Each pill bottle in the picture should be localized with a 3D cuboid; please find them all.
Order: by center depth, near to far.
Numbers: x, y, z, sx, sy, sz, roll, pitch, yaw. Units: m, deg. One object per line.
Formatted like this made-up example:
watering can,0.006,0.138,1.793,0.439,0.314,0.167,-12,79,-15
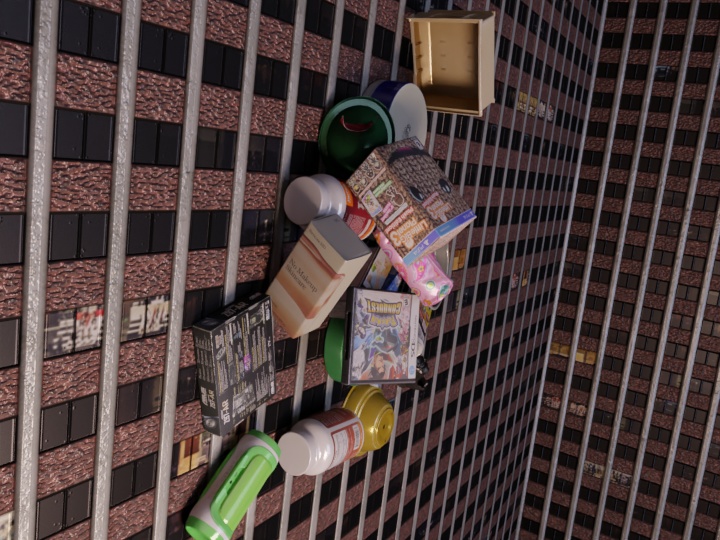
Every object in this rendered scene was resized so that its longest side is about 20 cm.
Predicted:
pill bottle,-0.055,-0.119,1.321,0.199,0.111,0.116,5,97,-61
pill bottle,-0.084,0.358,1.453,0.199,0.110,0.115,-1,102,-60

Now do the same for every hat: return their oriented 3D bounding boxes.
hat,0.022,-0.230,1.302,0.196,0.175,0.170,-15,114,-24

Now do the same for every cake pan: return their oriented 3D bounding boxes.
cake pan,0.165,-0.012,1.630,0.199,0.036,0.206,4,90,-68

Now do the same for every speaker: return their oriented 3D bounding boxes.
speaker,-0.224,0.387,1.240,0.201,0.087,0.090,-55,144,-35

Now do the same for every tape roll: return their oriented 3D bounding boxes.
tape roll,-0.011,0.154,1.570,0.200,0.047,0.205,-33,129,-54

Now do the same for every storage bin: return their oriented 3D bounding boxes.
storage bin,0.198,-0.467,1.557,0.094,0.195,0.204,-40,134,-44

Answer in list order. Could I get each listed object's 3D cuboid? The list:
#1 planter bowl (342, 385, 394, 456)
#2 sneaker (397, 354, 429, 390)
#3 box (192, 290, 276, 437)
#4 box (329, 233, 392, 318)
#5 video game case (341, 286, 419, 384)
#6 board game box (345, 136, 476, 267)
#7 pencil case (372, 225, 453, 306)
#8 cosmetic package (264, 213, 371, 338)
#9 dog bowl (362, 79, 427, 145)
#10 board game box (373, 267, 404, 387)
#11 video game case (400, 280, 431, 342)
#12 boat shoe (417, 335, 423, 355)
planter bowl,0.028,0.367,1.685,0.200,0.082,0.205,-32,128,-53
sneaker,0.135,0.232,1.821,0.076,0.089,0.203,-49,139,-37
box,-0.213,0.159,1.213,0.160,0.043,0.205,-33,129,-52
box,0.000,0.000,1.456,0.060,0.115,0.203,46,60,-34
video game case,0.044,0.132,1.392,0.197,0.025,0.186,7,85,-45
board game box,0.097,-0.134,1.312,0.097,0.202,0.159,-42,172,37
pencil case,0.106,-0.027,1.403,0.202,0.087,0.088,54,47,-11
cosmetic package,-0.081,0.011,1.242,0.087,0.103,0.201,-20,150,-54
dog bowl,0.069,-0.305,1.509,0.199,0.077,0.205,-32,128,-53
board game box,0.055,0.121,1.585,0.201,0.043,0.202,-52,143,-41
video game case,0.133,0.071,1.651,0.202,0.025,0.184,66,35,-51
boat shoe,0.097,0.170,1.540,0.072,0.066,0.200,-46,148,4
